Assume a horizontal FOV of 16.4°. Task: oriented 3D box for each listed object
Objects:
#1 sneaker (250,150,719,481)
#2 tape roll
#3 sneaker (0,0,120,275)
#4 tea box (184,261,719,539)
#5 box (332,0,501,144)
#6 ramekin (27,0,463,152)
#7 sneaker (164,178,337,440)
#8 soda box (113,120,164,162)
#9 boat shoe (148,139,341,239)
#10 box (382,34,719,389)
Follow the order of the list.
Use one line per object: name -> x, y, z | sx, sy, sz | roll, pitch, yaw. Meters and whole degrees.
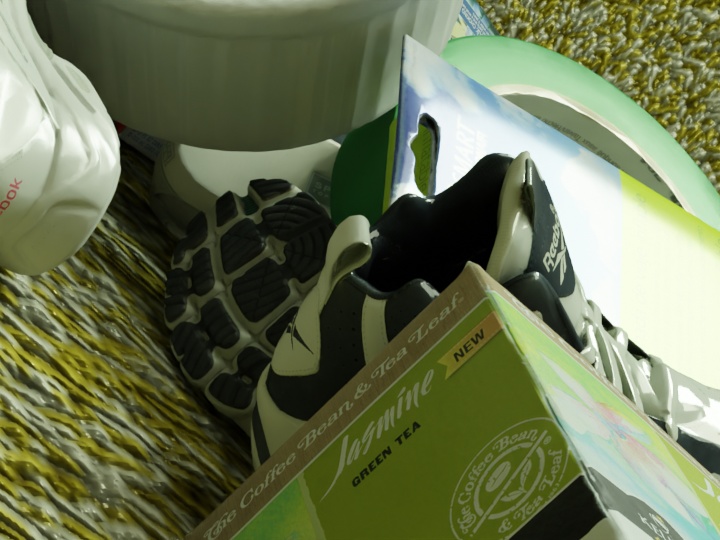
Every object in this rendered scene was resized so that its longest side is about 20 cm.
sneaker -> 0.070, 0.024, 0.820 | 0.198, 0.130, 0.080 | 9, 36, -6
tape roll -> 0.081, -0.002, 1.026 | 0.200, 0.048, 0.201 | 26, 42, -25
sneaker -> -0.156, -0.091, 0.842 | 0.099, 0.078, 0.200 | 27, 21, -54
tea box -> 0.073, 0.138, 0.727 | 0.200, 0.134, 0.197 | 41, 11, -28
box -> -0.004, -0.102, 1.147 | 0.040, 0.137, 0.200 | 0, -33, 35
ramekin -> -0.046, -0.141, 0.975 | 0.201, 0.200, 0.098 | 52, -25, 30
sneaker -> -0.013, 0.053, 0.935 | 0.200, 0.077, 0.080 | 62, 2, 31
soda box -> -0.045, -0.063, 1.199 | 0.200, 0.070, 0.064 | 35, 17, -48
boat shoe -> 0.000, 0.000, 1.067 | 0.199, 0.069, 0.072 | 23, 59, -10
box -> 0.080, 0.010, 0.935 | 0.199, 0.048, 0.122 | 29, 41, -23
